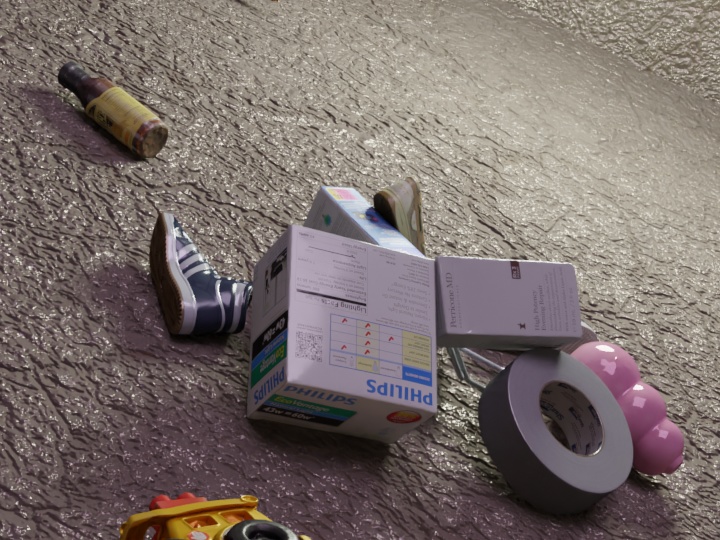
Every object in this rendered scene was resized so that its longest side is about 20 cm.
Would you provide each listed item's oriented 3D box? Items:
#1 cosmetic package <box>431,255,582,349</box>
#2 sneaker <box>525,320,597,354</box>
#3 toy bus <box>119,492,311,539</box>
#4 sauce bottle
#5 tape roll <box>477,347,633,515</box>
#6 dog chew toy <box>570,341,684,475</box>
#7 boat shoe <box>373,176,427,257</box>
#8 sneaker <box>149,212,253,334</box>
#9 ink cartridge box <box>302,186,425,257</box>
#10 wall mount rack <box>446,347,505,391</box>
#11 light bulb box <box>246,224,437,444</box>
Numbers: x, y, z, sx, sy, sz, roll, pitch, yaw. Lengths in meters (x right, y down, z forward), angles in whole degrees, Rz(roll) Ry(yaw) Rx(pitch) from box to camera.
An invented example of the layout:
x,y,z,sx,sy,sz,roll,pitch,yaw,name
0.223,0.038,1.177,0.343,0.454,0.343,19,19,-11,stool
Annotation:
x,y,z,sx,sy,sz,roll,pitch,yaw,name
0.172,0.042,1.654,0.198,0.074,0.103,2,73,-26,cosmetic package
0.249,0.069,1.949,0.198,0.073,0.115,14,26,-21,sneaker
-0.161,0.272,1.208,0.198,0.137,0.192,-2,24,-37,toy bus
-0.372,-0.243,1.979,0.199,0.067,0.066,37,30,24,sauce bottle
0.243,0.199,1.654,0.198,0.066,0.202,22,45,-24,tape roll
0.351,0.191,1.777,0.200,0.125,0.124,46,33,20,dog chew toy
0.069,-0.038,1.853,0.063,0.202,0.073,-32,40,-21,boat shoe
-0.200,0.007,1.679,0.107,0.071,0.201,5,41,-25,sneaker
0.000,0.000,1.786,0.076,0.137,0.200,-2,38,-44,ink cartridge box
0.154,0.103,1.768,0.074,0.176,0.200,-20,19,5,wall mount rack
-0.021,0.079,1.565,0.196,0.125,0.202,13,60,-22,light bulb box
